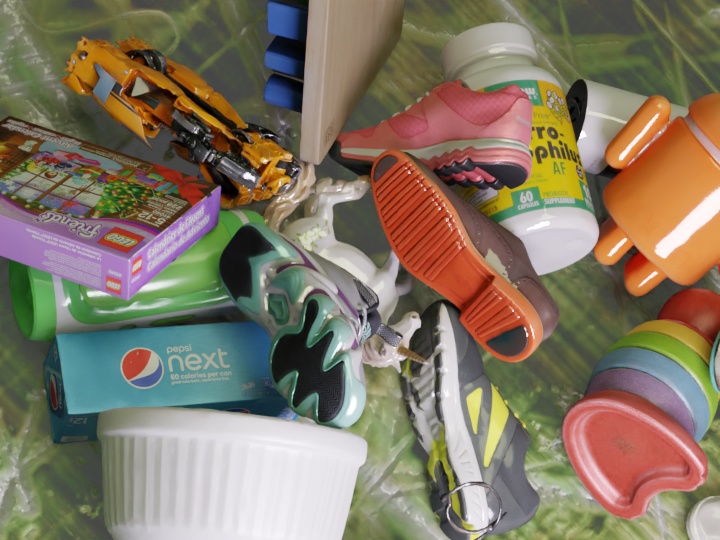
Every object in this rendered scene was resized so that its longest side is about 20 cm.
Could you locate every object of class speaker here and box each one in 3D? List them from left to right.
[{"bbox_3d":[-0.171,0.003,1.599,0.199,0.089,0.089,-9,69,-24],"label":"speaker"},{"bbox_3d":[0.275,-0.110,1.818,0.199,0.081,0.082,14,61,-14],"label":"speaker"}]

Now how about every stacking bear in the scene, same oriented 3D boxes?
[{"bbox_3d":[0.258,0.092,1.704,0.114,0.121,0.200,46,49,-6],"label":"stacking bear"}]

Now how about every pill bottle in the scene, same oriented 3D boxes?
[{"bbox_3d":[0.129,-0.105,1.744,0.112,0.113,0.201,-3,66,-21],"label":"pill bottle"}]

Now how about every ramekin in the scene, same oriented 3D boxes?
[{"bbox_3d":[-0.097,0.160,1.489,0.201,0.202,0.095,8,78,-16],"label":"ramekin"}]

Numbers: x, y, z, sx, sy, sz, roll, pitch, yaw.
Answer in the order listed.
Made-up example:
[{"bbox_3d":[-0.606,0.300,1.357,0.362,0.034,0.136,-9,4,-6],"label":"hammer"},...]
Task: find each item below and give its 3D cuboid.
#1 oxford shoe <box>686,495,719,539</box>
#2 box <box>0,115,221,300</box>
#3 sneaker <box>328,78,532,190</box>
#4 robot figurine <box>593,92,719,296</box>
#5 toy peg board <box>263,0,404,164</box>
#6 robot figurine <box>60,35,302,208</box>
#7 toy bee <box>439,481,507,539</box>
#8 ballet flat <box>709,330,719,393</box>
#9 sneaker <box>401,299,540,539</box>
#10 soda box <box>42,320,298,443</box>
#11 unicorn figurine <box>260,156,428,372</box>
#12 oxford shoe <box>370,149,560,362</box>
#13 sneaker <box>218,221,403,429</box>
[{"bbox_3d":[0.367,0.238,1.698,0.199,0.058,0.076,25,62,-5],"label":"oxford shoe"},{"bbox_3d":[-0.225,-0.051,1.558,0.199,0.039,0.137,18,34,19],"label":"box"},{"bbox_3d":[0.064,-0.114,1.694,0.074,0.199,0.087,30,67,-50],"label":"sneaker"},{"bbox_3d":[0.288,-0.067,1.731,0.116,0.200,0.144,24,26,-55],"label":"robot figurine"},{"bbox_3d":[-0.037,-0.233,1.694,0.097,0.201,0.200,18,45,13],"label":"toy peg board"},{"bbox_3d":[-0.139,-0.118,1.648,0.200,0.058,0.145,39,18,12],"label":"robot figurine"},{"bbox_3d":[0.045,0.262,1.555,0.200,0.109,0.131,-39,90,-6],"label":"toy bee"},{"bbox_3d":[0.345,0.054,1.699,0.200,0.062,0.068,-35,118,-60],"label":"ballet flat"},{"bbox_3d":[0.091,0.122,1.652,0.084,0.074,0.201,-1,75,-27],"label":"sneaker"},{"bbox_3d":[-0.141,0.085,1.581,0.199,0.064,0.068,-3,66,-22],"label":"soda box"},{"bbox_3d":[0.000,0.000,1.678,0.199,0.074,0.138,29,58,14],"label":"unicorn figurine"},{"bbox_3d":[0.084,-0.019,1.646,0.200,0.071,0.072,53,41,2],"label":"oxford shoe"},{"bbox_3d":[-0.013,0.049,1.544,0.139,0.078,0.201,20,31,-44],"label":"sneaker"}]
